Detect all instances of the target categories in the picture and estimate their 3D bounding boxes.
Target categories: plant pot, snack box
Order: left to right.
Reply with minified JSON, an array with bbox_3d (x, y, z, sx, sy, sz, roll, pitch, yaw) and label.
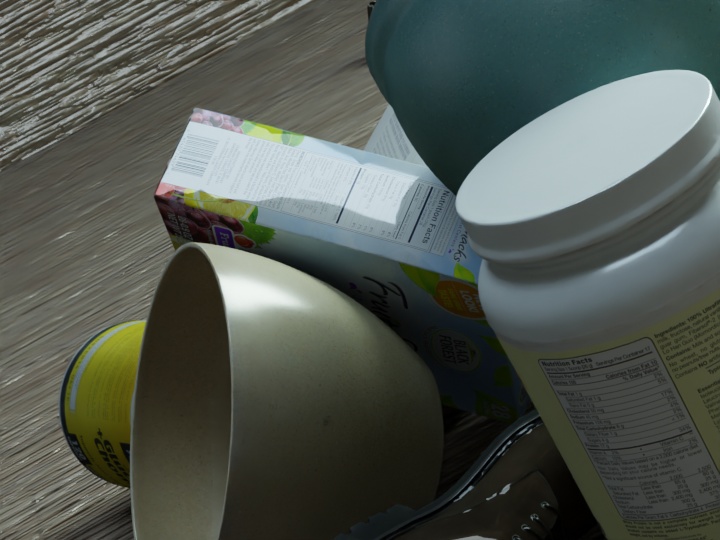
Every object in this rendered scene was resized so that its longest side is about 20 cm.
[{"bbox_3d":[-0.034,0.089,1.289,0.134,0.200,0.200,3,4,-20],"label":"plant pot"},{"bbox_3d":[0.000,0.000,1.352,0.200,0.169,0.068,14,64,16],"label":"snack box"},{"bbox_3d":[0.117,-0.084,1.189,0.200,0.134,0.200,-15,-30,-9],"label":"plant pot"}]

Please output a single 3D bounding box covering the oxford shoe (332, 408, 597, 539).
[{"bbox_3d":[0.079,0.127,1.155,0.200,0.073,0.084,-34,31,-16],"label":"oxford shoe"}]

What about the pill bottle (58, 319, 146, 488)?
[{"bbox_3d":[-0.106,0.088,1.518,0.112,0.112,0.200,-33,15,-23],"label":"pill bottle"}]

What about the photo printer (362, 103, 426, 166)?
[{"bbox_3d":[0.060,-0.082,1.500,0.200,0.069,0.166,-61,17,17],"label":"photo printer"}]

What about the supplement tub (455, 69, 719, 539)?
[{"bbox_3d":[0.140,0.028,1.068,0.145,0.200,0.145,-26,20,10],"label":"supplement tub"}]

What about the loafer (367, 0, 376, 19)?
[{"bbox_3d":[0.090,-0.295,2.624,0.200,0.071,0.073,-23,15,20],"label":"loafer"}]

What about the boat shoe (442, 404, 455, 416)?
[{"bbox_3d":[0.017,0.046,1.516,0.072,0.076,0.200,-29,14,-3],"label":"boat shoe"}]
